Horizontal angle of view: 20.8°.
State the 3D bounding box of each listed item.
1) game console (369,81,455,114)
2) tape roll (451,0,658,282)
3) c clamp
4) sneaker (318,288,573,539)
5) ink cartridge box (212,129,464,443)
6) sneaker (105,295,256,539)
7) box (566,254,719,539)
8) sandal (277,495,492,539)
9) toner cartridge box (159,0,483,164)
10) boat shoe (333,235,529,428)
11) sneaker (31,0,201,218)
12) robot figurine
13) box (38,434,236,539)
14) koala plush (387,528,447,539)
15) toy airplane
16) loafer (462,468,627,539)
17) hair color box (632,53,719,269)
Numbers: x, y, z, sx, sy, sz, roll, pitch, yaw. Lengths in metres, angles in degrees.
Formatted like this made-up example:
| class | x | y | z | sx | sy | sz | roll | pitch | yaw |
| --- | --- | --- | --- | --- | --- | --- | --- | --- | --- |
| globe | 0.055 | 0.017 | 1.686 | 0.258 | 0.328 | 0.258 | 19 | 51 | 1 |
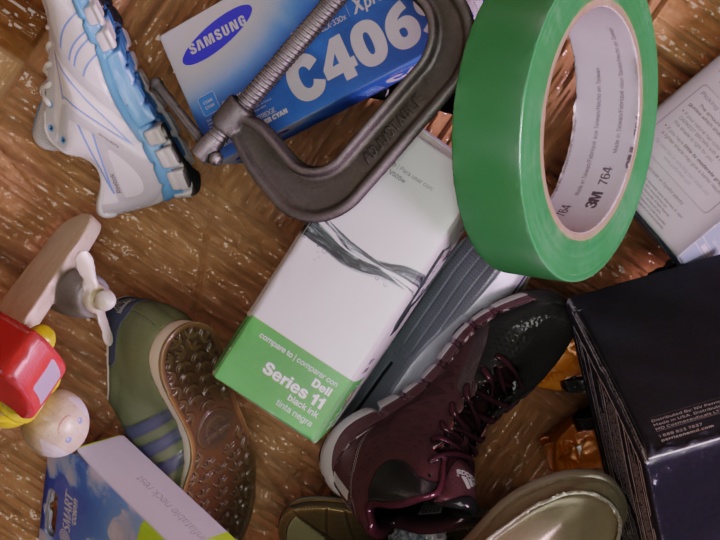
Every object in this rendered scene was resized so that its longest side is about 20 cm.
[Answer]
| class | x | y | z | sx | sy | sz | roll | pitch | yaw |
| --- | --- | --- | --- | --- | --- | --- | --- | --- | --- |
| game console | 0.024 | -0.205 | 1.254 | 0.116 | 0.176 | 0.201 | 0 | 103 | -36 |
| tape roll | 0.123 | -0.094 | 1.206 | 0.048 | 0.200 | 0.201 | 8 | 102 | 29 |
| c clamp | -0.028 | -0.123 | 1.198 | 0.200 | 0.027 | 0.171 | -43 | 62 | 17 |
| sneaker | 0.073 | 0.106 | 1.258 | 0.200 | 0.116 | 0.076 | -39 | 124 | 6 |
| ink cartridge box | 0.000 | 0.000 | 1.264 | 0.083 | 0.147 | 0.200 | 33 | 96 | 4 |
| sneaker | -0.128 | 0.100 | 1.324 | 0.067 | 0.090 | 0.201 | -32 | 132 | -30 |
| box | 0.223 | 0.127 | 1.220 | 0.123 | 0.199 | 0.200 | -17 | 119 | -1 |
| sandal | 0.037 | 0.176 | 1.352 | 0.199 | 0.054 | 0.080 | 2 | 132 | -17 |
| toner cartridge box | -0.023 | -0.151 | 1.247 | 0.200 | 0.043 | 0.095 | -26 | 84 | 24 |
| boat shoe | 0.060 | 0.053 | 1.335 | 0.062 | 0.072 | 0.200 | 31 | 103 | -30 |
| sneaker | -0.184 | -0.123 | 1.275 | 0.086 | 0.075 | 0.200 | -24 | 101 | 7 |
| robot figurine | 0.209 | 0.062 | 1.344 | 0.199 | 0.058 | 0.145 | -20 | 102 | 0 |
| box | -0.137 | 0.201 | 1.283 | 0.048 | 0.200 | 0.122 | -16 | 130 | -39 |
| koala plush | 0.028 | 0.272 | 1.300 | 0.177 | 0.184 | 0.200 | -26 | 104 | 0 |
| toy airplane | -0.239 | 0.073 | 1.251 | 0.141 | 0.199 | 0.200 | 37 | 114 | -16 |
| loafer | 0.084 | 0.199 | 1.204 | 0.200 | 0.068 | 0.076 | -36 | 113 | 2 |
| hair color box | 0.264 | -0.094 | 1.294 | 0.200 | 0.061 | 0.099 | -40 | 57 | 4 |
